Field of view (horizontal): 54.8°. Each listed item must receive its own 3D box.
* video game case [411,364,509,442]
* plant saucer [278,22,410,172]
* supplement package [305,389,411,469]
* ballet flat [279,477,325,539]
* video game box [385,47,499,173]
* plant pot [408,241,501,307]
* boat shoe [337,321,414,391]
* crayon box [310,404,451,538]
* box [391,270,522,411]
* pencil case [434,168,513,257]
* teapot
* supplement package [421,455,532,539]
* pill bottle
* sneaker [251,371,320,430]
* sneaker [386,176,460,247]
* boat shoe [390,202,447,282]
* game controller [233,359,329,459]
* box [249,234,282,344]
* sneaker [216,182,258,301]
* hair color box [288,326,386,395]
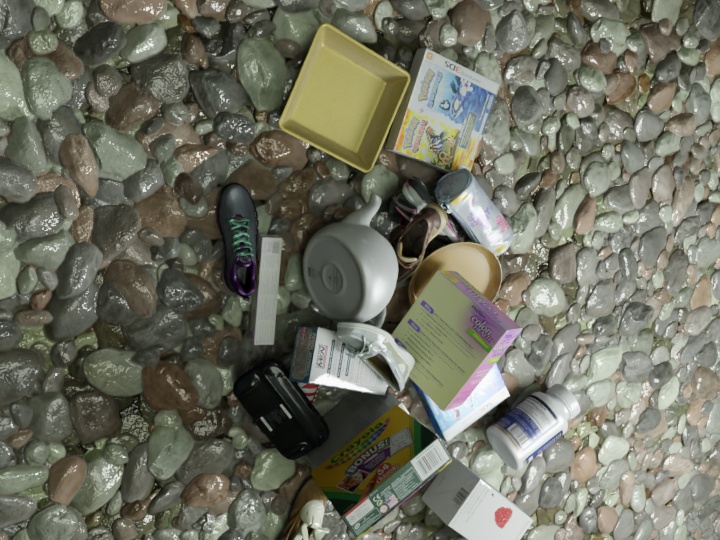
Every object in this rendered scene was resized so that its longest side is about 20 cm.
[{"bbox_3d":[0.209,0.234,1.483,0.181,0.045,0.201,-33,112,-16],"label":"video game case"},{"bbox_3d":[-0.033,-0.307,1.254,0.199,0.048,0.201,23,92,-27],"label":"plant saucer"},{"bbox_3d":[0.009,0.348,1.355,0.200,0.152,0.151,-38,112,-12],"label":"supplement package"},{"bbox_3d":[-0.115,0.513,1.379,0.068,0.072,0.201,31,87,-26],"label":"ballet flat"},{"bbox_3d":[0.160,-0.300,1.346,0.181,0.047,0.202,16,94,-24],"label":"video game box"},{"bbox_3d":[0.189,0.025,1.408,0.198,0.028,0.201,-7,122,-12],"label":"plant pot"},{"bbox_3d":[0.027,0.151,1.246,0.202,0.074,0.065,43,56,-43],"label":"boat shoe"},{"bbox_3d":[0.030,0.334,1.182,0.199,0.172,0.059,-36,109,-13],"label":"crayon box"},{"bbox_3d":[0.172,0.132,1.332,0.201,0.176,0.096,-56,154,17],"label":"box"},{"bbox_3d":[0.227,-0.111,1.377,0.200,0.083,0.091,43,50,-38],"label":"pencil case"},{"bbox_3d":[0.000,0.000,1.273,0.146,0.200,0.198,-19,68,-43],"label":"teapot"},{"bbox_3d":[0.257,0.525,1.526,0.200,0.120,0.122,41,82,-26],"label":"supplement package"},{"bbox_3d":[0.390,0.343,1.553,0.199,0.111,0.112,-33,113,-15],"label":"pill bottle"},{"bbox_3d":[-0.101,0.249,1.329,0.200,0.071,0.112,-46,112,-1],"label":"sneaker"},{"bbox_3d":[0.122,-0.103,1.363,0.086,0.081,0.200,-29,131,24],"label":"sneaker"},{"bbox_3d":[0.088,-0.041,1.302,0.072,0.200,0.072,44,42,7],"label":"boat shoe"},{"bbox_3d":[-0.144,0.258,1.270,0.104,0.042,0.201,-30,108,11],"label":"game controller"},{"bbox_3d":[-0.173,0.035,1.267,0.041,0.039,0.202,1,101,-23],"label":"box"},{"bbox_3d":[-0.203,-0.050,1.208,0.074,0.087,0.202,-8,105,-23],"label":"sneaker"},{"bbox_3d":[-0.033,0.168,1.278,0.199,0.060,0.101,19,76,-44],"label":"hair color box"}]
